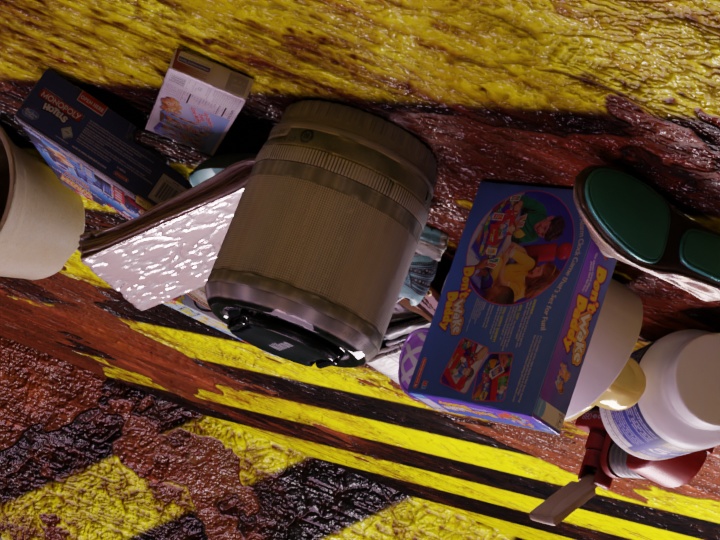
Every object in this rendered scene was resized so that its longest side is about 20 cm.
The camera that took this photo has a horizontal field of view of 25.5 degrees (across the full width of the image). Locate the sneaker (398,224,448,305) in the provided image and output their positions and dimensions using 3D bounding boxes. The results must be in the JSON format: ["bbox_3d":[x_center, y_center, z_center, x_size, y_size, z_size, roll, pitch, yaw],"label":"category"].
[{"bbox_3d":[0.000,0.000,1.554,0.077,0.087,0.200,22,164,-31],"label":"sneaker"}]

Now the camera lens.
[{"bbox_3d":[-0.034,-0.026,1.377,0.160,0.201,0.160,19,166,5],"label":"camera lens"}]

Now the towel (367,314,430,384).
[{"bbox_3d":[0.115,0.090,1.782,0.192,0.035,0.200,-15,151,21],"label":"towel"}]

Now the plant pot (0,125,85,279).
[{"bbox_3d":[-0.425,-0.071,1.844,0.200,0.201,0.183,13,176,28],"label":"plant pot"}]

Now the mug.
[{"bbox_3d":[0.150,0.043,1.509,0.153,0.150,0.186,34,156,-19],"label":"mug"}]

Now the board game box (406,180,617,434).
[{"bbox_3d":[0.133,0.028,1.339,0.134,0.201,0.045,8,162,42],"label":"board game box"}]

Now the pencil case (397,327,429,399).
[{"bbox_3d":[0.137,0.112,1.706,0.199,0.084,0.085,9,-171,-33],"label":"pencil case"}]

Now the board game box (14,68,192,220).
[{"bbox_3d":[-0.250,-0.103,1.630,0.200,0.062,0.200,34,169,-3],"label":"board game box"}]

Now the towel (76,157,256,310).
[{"bbox_3d":[-0.157,-0.032,1.522,0.191,0.032,0.200,-23,163,1],"label":"towel"}]

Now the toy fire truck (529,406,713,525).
[{"bbox_3d":[0.293,0.211,1.793,0.128,0.201,0.176,27,165,-27],"label":"toy fire truck"}]

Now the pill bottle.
[{"bbox_3d":[0.322,0.122,1.589,0.119,0.120,0.200,22,166,-3],"label":"pill bottle"}]

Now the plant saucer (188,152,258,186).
[{"bbox_3d":[-0.071,-0.074,1.580,0.199,0.028,0.200,15,166,4],"label":"plant saucer"}]

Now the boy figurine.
[{"bbox_3d":[0.233,0.095,1.595,0.064,0.125,0.200,26,176,-8],"label":"boy figurine"}]

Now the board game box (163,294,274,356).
[{"bbox_3d":[-0.152,0.018,1.889,0.200,0.105,0.103,26,172,-20],"label":"board game box"}]

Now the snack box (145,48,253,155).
[{"bbox_3d":[-0.149,-0.149,1.442,0.072,0.024,0.200,21,166,-9],"label":"snack box"}]

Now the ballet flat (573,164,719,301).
[{"bbox_3d":[0.233,-0.022,1.282,0.200,0.068,0.067,29,160,-24],"label":"ballet flat"}]

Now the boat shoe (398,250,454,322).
[{"bbox_3d":[0.107,0.034,1.631,0.200,0.071,0.070,32,144,-10],"label":"boat shoe"}]

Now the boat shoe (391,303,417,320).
[{"bbox_3d":[0.022,0.009,1.723,0.065,0.074,0.200,-21,152,28],"label":"boat shoe"}]

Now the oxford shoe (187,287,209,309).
[{"bbox_3d":[-0.180,-0.019,1.763,0.075,0.070,0.200,23,155,51],"label":"oxford shoe"}]
